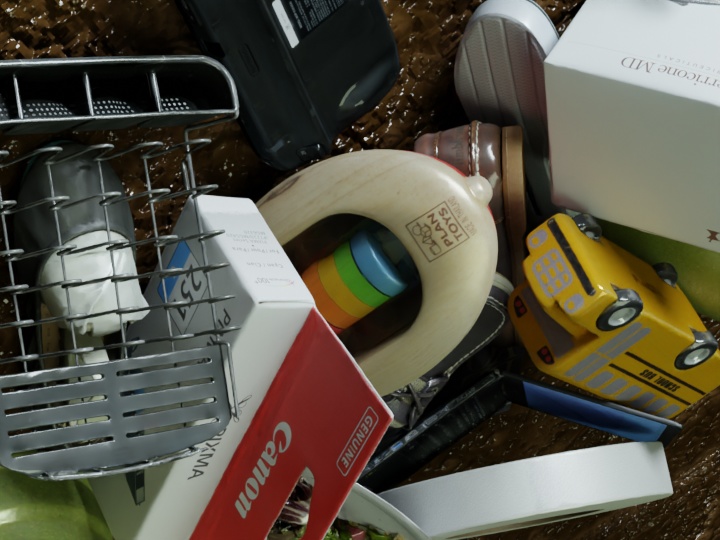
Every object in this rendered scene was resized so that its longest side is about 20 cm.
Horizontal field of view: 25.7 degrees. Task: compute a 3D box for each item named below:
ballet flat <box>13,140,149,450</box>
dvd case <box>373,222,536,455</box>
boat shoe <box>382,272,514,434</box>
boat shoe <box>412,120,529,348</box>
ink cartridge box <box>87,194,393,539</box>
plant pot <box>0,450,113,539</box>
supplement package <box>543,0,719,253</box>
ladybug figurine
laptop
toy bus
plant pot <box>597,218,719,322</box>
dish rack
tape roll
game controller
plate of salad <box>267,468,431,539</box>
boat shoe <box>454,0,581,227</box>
[{"bbox_3d":[-0.146,0.026,0.852,0.068,0.068,0.200,-18,135,-27],"label":"ballet flat"},{"bbox_3d":[0.063,0.041,1.091,0.148,0.016,0.200,-16,134,-31],"label":"dvd case"},{"bbox_3d":[0.016,0.070,0.983,0.200,0.065,0.072,-32,131,25],"label":"boat shoe"},{"bbox_3d":[0.072,-0.020,0.989,0.070,0.071,0.200,-5,140,7],"label":"boat shoe"},{"bbox_3d":[-0.079,0.089,0.867,0.045,0.176,0.200,2,129,-38],"label":"ink cartridge box"},{"bbox_3d":[-0.195,0.239,0.911,0.200,0.184,0.201,-24,138,-24],"label":"plant pot"},{"bbox_3d":[0.202,-0.126,0.919,0.200,0.117,0.117,-55,151,-33],"label":"supplement package"},{"bbox_3d":[0.000,0.000,0.909,0.200,0.136,0.072,-30,-173,29],"label":"ladybug figurine"},{"bbox_3d":[0.100,0.131,1.061,0.200,0.103,0.177,-37,167,-1],"label":"laptop"},{"bbox_3d":[0.155,0.032,0.961,0.078,0.065,0.200,-38,147,21],"label":"toy bus"},{"bbox_3d":[0.286,-0.029,1.046,0.187,0.200,0.187,-37,148,-27],"label":"plant pot"},{"bbox_3d":[-0.126,-0.001,0.773,0.153,0.055,0.201,-7,87,-34],"label":"dish rack"},{"bbox_3d":[0.105,0.151,1.046,0.202,0.037,0.203,-11,168,-2],"label":"tape roll"},{"bbox_3d":[-0.039,-0.139,0.828,0.104,0.042,0.200,-48,144,-18],"label":"game controller"},{"bbox_3d":[-0.035,0.174,0.995,0.048,0.200,0.200,-62,151,-30],"label":"plate of salad"},{"bbox_3d":[0.109,-0.107,0.967,0.071,0.072,0.200,-57,152,-23],"label":"boat shoe"}]
